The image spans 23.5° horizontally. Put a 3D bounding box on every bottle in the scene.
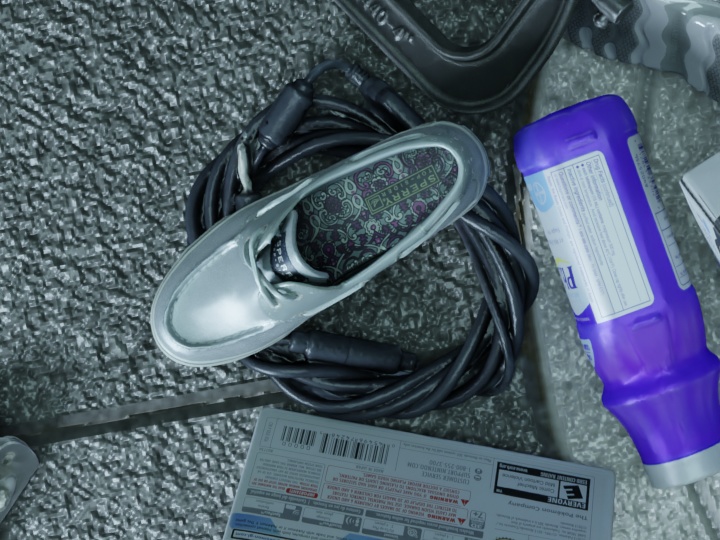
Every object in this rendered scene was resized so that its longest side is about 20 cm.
[{"bbox_3d":[0.139,0.011,0.898,0.065,0.084,0.202,-20,92,5],"label":"bottle"}]

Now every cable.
[{"bbox_3d":[0.000,0.000,0.925,0.163,0.051,0.200,-44,89,5],"label":"cable"}]

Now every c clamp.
[{"bbox_3d":[0.056,-0.176,0.887,0.200,0.027,0.172,41,121,18],"label":"c clamp"}]

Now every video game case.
[{"bbox_3d":[0.027,0.155,0.879,0.198,0.183,0.022,10,131,4],"label":"video game case"}]

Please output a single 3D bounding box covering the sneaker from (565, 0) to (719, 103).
[{"bbox_3d":[0.164,-0.150,0.908,0.199,0.075,0.082,32,60,7],"label":"sneaker"}]

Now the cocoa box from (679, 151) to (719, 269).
[{"bbox_3d":[0.283,-0.022,0.836,0.199,0.134,0.132,-32,50,5],"label":"cocoa box"}]

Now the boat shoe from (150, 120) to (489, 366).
[{"bbox_3d":[-0.028,-0.015,0.873,0.200,0.071,0.070,-31,88,11],"label":"boat shoe"}]

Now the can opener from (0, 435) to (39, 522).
[{"bbox_3d":[-0.252,0.165,0.962,0.067,0.053,0.201,39,96,34],"label":"can opener"}]
